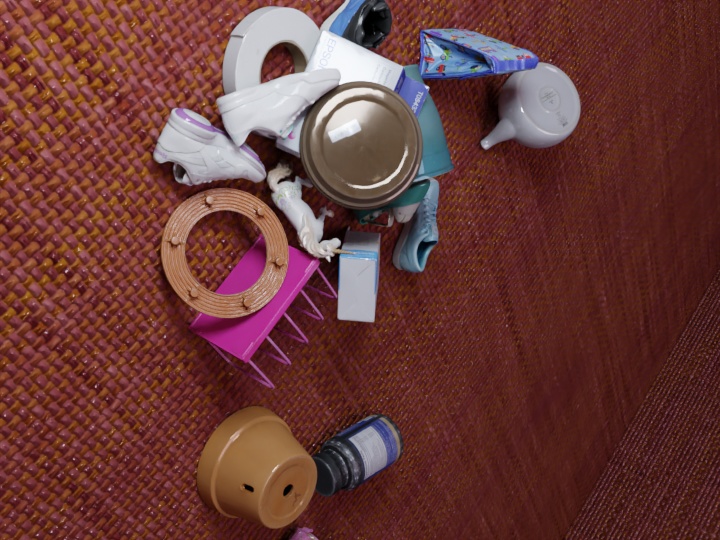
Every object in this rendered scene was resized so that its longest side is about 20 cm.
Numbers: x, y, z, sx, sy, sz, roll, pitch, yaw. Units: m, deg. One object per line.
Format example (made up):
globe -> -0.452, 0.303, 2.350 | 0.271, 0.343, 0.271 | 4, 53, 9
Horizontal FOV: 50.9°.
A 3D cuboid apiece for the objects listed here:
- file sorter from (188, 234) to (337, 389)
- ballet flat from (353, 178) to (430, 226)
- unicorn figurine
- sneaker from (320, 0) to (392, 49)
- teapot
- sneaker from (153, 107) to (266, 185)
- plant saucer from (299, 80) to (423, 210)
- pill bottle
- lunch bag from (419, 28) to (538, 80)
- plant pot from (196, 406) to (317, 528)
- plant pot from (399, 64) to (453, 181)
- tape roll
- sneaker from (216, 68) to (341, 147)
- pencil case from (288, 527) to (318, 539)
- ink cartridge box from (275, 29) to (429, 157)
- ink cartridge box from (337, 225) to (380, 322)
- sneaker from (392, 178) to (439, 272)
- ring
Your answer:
file sorter -> -0.152, 0.072, 1.257 | 0.201, 0.138, 0.126 | -54, 141, -19
ballet flat -> 0.060, -0.117, 1.369 | 0.067, 0.199, 0.071 | -19, 97, -39
unicorn figurine -> -0.087, -0.087, 1.244 | 0.074, 0.199, 0.137 | -49, -179, 24
sneaker -> 0.024, -0.444, 1.266 | 0.201, 0.110, 0.077 | -56, 138, -17
teapot -> 0.384, -0.357, 1.694 | 0.197, 0.146, 0.200 | 12, 74, -18
sneaker -> -0.227, -0.168, 1.140 | 0.100, 0.075, 0.199 | -54, 141, 10
plant saucer -> 0.004, -0.196, 1.179 | 0.197, 0.029, 0.203 | 0, 91, -7
pill bottle -> -0.012, 0.382, 1.560 | 0.199, 0.111, 0.113 | -20, 120, -42
lunch bag -> 0.233, -0.408, 1.450 | 0.149, 0.199, 0.095 | -17, 118, -43
plant pot -> -0.171, 0.362, 1.349 | 0.199, 0.139, 0.203 | -21, 119, -42
plant pot -> 0.051, -0.254, 1.326 | 0.199, 0.198, 0.191 | -23, 107, -41
tape roll -> -0.130, -0.312, 1.201 | 0.201, 0.037, 0.206 | -21, 120, -42
sneaker -> -0.114, -0.245, 1.141 | 0.198, 0.075, 0.090 | -23, 105, -19
pencil case -> -0.156, 0.611, 1.514 | 0.200, 0.082, 0.087 | -43, 161, -29
ink cartridge box -> -0.010, -0.251, 1.211 | 0.043, 0.198, 0.199 | 169, -57, -84
ink cartridge box -> 0.000, 0.000, 1.367 | 0.200, 0.067, 0.117 | -81, 174, -70
sneaker -> 0.137, -0.089, 1.562 | 0.073, 0.081, 0.203 | 12, 96, -51
ring -> -0.204, -0.029, 1.162 | 0.198, 0.019, 0.204 | 3, 82, -23
